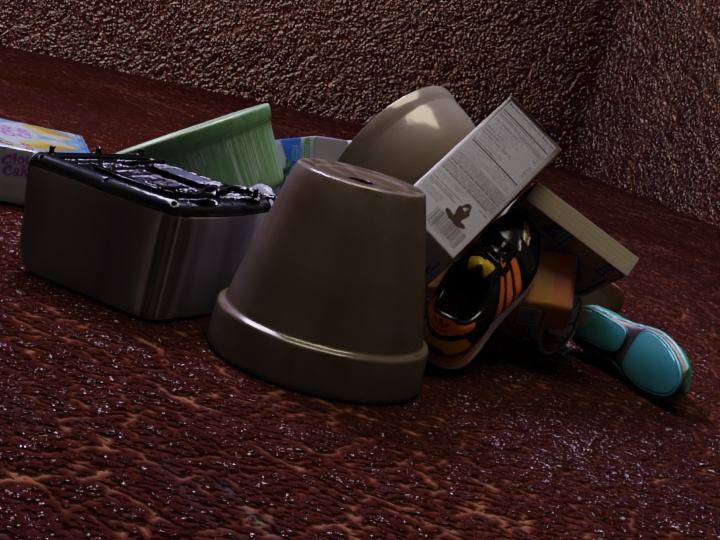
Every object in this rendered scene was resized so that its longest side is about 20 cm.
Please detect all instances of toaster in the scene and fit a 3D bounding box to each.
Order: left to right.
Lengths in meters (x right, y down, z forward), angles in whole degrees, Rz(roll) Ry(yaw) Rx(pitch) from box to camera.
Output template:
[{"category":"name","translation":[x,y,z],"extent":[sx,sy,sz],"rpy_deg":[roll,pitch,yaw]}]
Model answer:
[{"category":"toaster","translation":[-0.195,-0.039,1.112],"extent":[0.200,0.119,0.181],"rpy_deg":[19,13,22]}]

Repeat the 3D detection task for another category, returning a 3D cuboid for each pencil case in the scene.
[{"category":"pencil case","translation":[0.164,0.030,1.350],"extent":[0.089,0.078,0.200],"rpy_deg":[12,11,-47]}]

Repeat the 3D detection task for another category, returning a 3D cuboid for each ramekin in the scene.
[{"category":"ramekin","translation":[-0.187,-0.120,1.373],"extent":[0.200,0.098,0.200],"rpy_deg":[-18,10,3]}]

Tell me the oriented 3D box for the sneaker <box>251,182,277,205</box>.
[{"category":"sneaker","translation":[-0.093,-0.005,1.231],"extent":[0.087,0.074,0.200],"rpy_deg":[-27,50,-13]}]

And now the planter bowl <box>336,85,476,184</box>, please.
[{"category":"planter bowl","translation":[0.073,-0.089,1.329],"extent":[0.135,0.200,0.200],"rpy_deg":[48,23,19]}]

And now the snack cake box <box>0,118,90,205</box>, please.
[{"category":"snack cake box","translation":[-0.392,-0.128,1.407],"extent":[0.115,0.067,0.200],"rpy_deg":[12,12,-21]}]

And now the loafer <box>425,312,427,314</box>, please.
[{"category":"loafer","translation":[0.000,0.000,1.303],"extent":[0.200,0.068,0.076],"rpy_deg":[14,12,-7]}]

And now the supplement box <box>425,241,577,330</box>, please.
[{"category":"supplement box","translation":[0.125,0.011,1.236],"extent":[0.200,0.067,0.069],"rpy_deg":[9,-23,4]}]

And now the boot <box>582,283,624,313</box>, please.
[{"category":"boot","translation":[0.229,0.014,1.525],"extent":[0.201,0.071,0.144],"rpy_deg":[5,18,-23]}]

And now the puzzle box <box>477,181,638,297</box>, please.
[{"category":"puzzle box","translation":[0.211,-0.024,1.275],"extent":[0.133,0.025,0.200],"rpy_deg":[36,-14,0]}]

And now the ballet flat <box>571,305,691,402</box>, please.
[{"category":"ballet flat","translation":[0.312,0.093,1.290],"extent":[0.070,0.067,0.200],"rpy_deg":[25,7,-33]}]

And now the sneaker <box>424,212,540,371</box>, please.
[{"category":"sneaker","translation":[0.126,0.004,1.143],"extent":[0.070,0.090,0.200],"rpy_deg":[28,59,15]}]

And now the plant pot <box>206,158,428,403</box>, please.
[{"category":"plant pot","translation":[-0.020,0.000,1.025],"extent":[0.200,0.174,0.200],"rpy_deg":[14,13,-3]}]

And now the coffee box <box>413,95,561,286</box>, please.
[{"category":"coffee box","translation":[0.098,-0.071,1.165],"extent":[0.080,0.114,0.200],"rpy_deg":[46,55,1]}]

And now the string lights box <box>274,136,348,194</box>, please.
[{"category":"string lights box","translation":[-0.105,-0.110,1.471],"extent":[0.059,0.103,0.200],"rpy_deg":[3,-1,-45]}]

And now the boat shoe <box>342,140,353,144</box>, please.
[{"category":"boat shoe","translation":[0.035,-0.099,1.486],"extent":[0.200,0.072,0.062],"rpy_deg":[35,-10,30]}]
